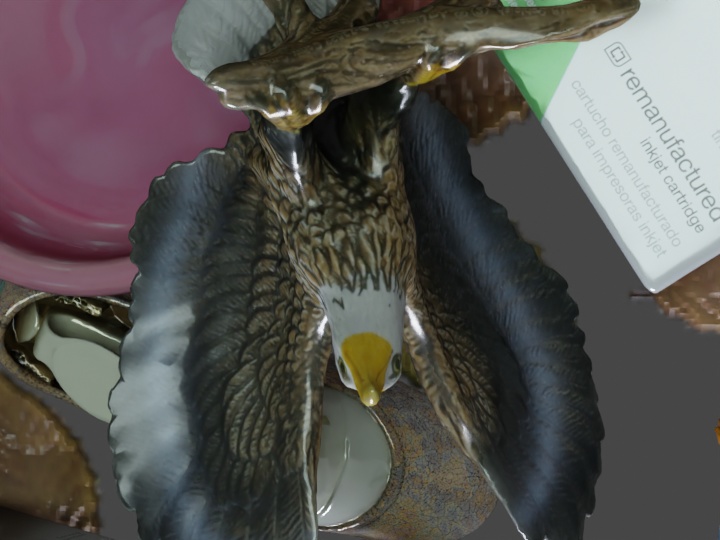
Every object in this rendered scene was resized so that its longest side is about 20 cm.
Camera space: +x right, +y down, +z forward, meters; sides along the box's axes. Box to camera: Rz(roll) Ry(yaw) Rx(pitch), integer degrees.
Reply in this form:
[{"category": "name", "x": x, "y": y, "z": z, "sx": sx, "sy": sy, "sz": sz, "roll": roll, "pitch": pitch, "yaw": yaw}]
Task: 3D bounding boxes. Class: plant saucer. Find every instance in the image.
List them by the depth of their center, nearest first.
[{"category": "plant saucer", "x": -0.086, "y": -0.091, "z": 0.813, "sx": 0.200, "sy": 0.051, "sz": 0.201, "roll": -1, "pitch": 88, "yaw": 23}]

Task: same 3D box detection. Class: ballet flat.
[{"category": "ballet flat", "x": -0.047, "y": 0.054, "z": 0.828, "sx": 0.199, "sy": 0.067, "sz": 0.068, "roll": 23, "pitch": 107, "yaw": 6}]

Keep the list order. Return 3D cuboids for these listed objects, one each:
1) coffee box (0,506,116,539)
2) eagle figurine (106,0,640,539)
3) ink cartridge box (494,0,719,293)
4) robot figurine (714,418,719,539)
[{"category": "coffee box", "x": -0.114, "y": 0.146, "z": 0.793, "sx": 0.200, "sy": 0.114, "sz": 0.080, "roll": 10, "pitch": 104, "yaw": 38}, {"category": "eagle figurine", "x": -0.002, "y": 0.005, "z": 0.721, "sx": 0.151, "sy": 0.151, "sz": 0.200, "roll": 17, "pitch": 136, "yaw": 21}, {"category": "ink cartridge box", "x": 0.144, "y": -0.109, "z": 0.761, "sx": 0.200, "sy": 0.084, "sz": 0.146, "roll": -33, "pitch": 90, "yaw": 13}, {"category": "robot figurine", "x": 0.187, "y": 0.140, "z": 0.784, "sx": 0.144, "sy": 0.058, "sz": 0.201, "roll": -11, "pitch": 95, "yaw": -15}]
